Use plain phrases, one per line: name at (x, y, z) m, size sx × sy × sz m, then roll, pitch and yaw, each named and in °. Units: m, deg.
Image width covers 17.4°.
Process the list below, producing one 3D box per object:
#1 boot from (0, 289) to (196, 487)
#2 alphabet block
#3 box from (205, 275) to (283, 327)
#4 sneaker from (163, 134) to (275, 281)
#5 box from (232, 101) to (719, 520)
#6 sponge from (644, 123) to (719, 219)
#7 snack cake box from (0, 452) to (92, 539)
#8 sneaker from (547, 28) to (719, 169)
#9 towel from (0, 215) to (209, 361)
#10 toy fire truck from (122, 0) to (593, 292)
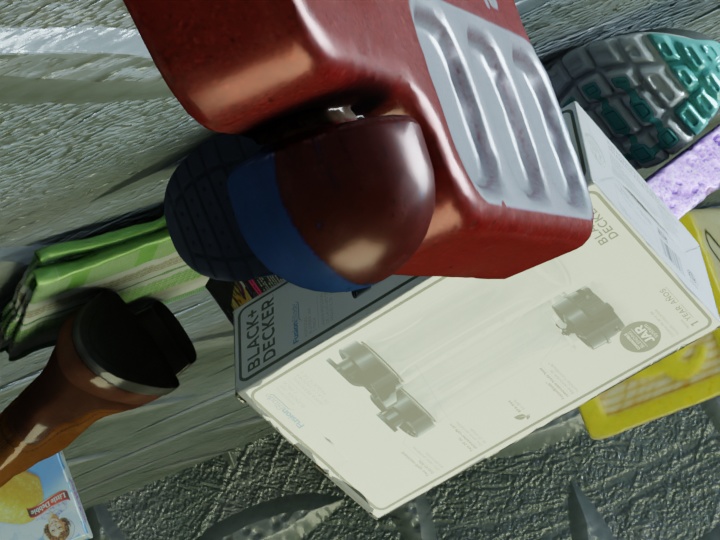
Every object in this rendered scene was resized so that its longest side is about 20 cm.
boot at (-0.200, 0.089, 1.343) m, size 0.200 × 0.069 × 0.188 m, roll -34°, pitch -176°, yaw 5°
alphabet block at (0.324, 0.052, 2.492) m, size 0.196 × 0.196 × 0.200 m, roll -25°, pitch 172°, yaw 23°
box at (0.000, 0.000, 1.291) m, size 0.122 × 0.106 × 0.200 m, roll -35°, pitch 177°, yaw -13°
sneaker at (-0.004, -0.050, 1.123) m, size 0.200 × 0.074 × 0.082 m, roll -23°, pitch 175°, yaw 28°
box at (0.051, 0.022, 1.097) m, size 0.200 × 0.060 × 0.117 m, roll -33°, pitch 126°, yaw 20°
sponge at (0.135, -0.019, 1.241) m, size 0.200 × 0.030 × 0.112 m, roll -35°, pitch 176°, yaw -36°
snack cake box at (-0.346, 0.212, 2.044) m, size 0.200 × 0.115 × 0.067 m, roll -20°, pitch 173°, yaw -6°
sneaker at (0.134, -0.092, 1.298) m, size 0.200 × 0.078 × 0.091 m, roll -23°, pitch -170°, yaw 48°
towel at (-0.132, -0.004, 1.337) m, size 0.149 × 0.031 × 0.200 m, roll -21°, pitch 172°, yaw -19°
toy fire truck at (-0.011, -0.078, 0.421) m, size 0.112 × 0.168 × 0.200 m, roll -22°, pitch 174°, yaw 15°
